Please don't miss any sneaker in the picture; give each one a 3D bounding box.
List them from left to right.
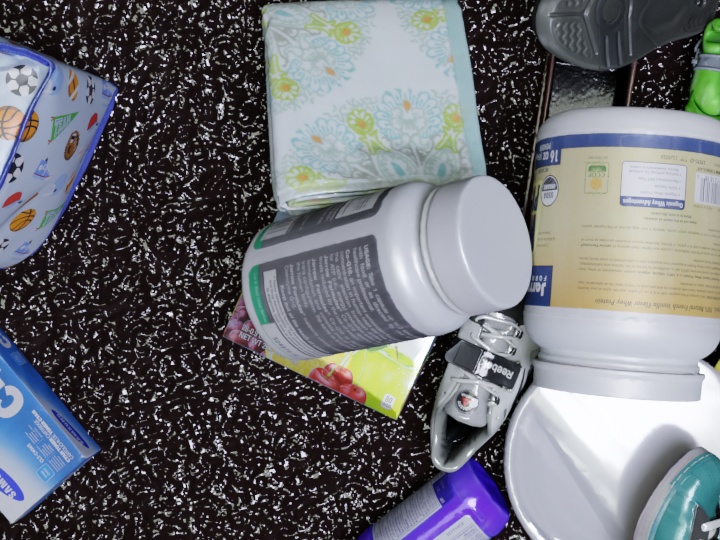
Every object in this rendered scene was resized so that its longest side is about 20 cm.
[{"bbox_3d":[0.104,0.082,0.914,0.074,0.089,0.201,19,120,8],"label":"sneaker"},{"bbox_3d":[0.186,-0.211,0.899,0.114,0.199,0.077,22,126,44],"label":"sneaker"},{"bbox_3d":[0.243,0.235,0.849,0.080,0.071,0.201,27,105,38],"label":"sneaker"}]

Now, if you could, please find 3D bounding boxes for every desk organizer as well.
[{"bbox_3d":[0.178,-0.083,0.943,0.071,0.077,0.201,8,94,5],"label":"desk organizer"}]

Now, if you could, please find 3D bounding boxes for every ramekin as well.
[{"bbox_3d":[0.219,0.152,0.943,0.201,0.094,0.204,0,93,5],"label":"ramekin"}]

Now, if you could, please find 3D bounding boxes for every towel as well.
[{"bbox_3d":[0.008,-0.138,0.926,0.170,0.048,0.201,-2,66,-8],"label":"towel"}]

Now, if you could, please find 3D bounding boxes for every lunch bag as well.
[{"bbox_3d":[-0.310,-0.092,0.943,0.123,0.170,0.201,23,95,7],"label":"lunch bag"}]

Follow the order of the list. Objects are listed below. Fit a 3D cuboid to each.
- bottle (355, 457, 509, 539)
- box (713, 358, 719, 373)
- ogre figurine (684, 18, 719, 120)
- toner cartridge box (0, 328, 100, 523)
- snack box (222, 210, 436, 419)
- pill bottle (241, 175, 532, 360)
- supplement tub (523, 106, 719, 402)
[{"bbox_3d":[0.034,0.244,0.970,0.200,0.084,0.065,-39,96,5],"label":"bottle"},{"bbox_3d":[0.381,0.116,0.884,0.200,0.075,0.050,34,93,42],"label":"box"},{"bbox_3d":[0.331,-0.100,0.915,0.200,0.098,0.120,39,93,-25],"label":"ogre figurine"},{"bbox_3d":[-0.338,0.119,1.020,0.095,0.043,0.200,-41,89,7],"label":"toner cartridge box"},{"bbox_3d":[0.000,0.000,0.970,0.168,0.068,0.201,24,93,5],"label":"snack box"},{"bbox_3d":[0.018,-0.001,0.838,0.199,0.113,0.114,-13,92,38],"label":"pill bottle"},{"bbox_3d":[0.194,-0.010,0.827,0.144,0.144,0.201,4,88,5],"label":"supplement tub"}]
